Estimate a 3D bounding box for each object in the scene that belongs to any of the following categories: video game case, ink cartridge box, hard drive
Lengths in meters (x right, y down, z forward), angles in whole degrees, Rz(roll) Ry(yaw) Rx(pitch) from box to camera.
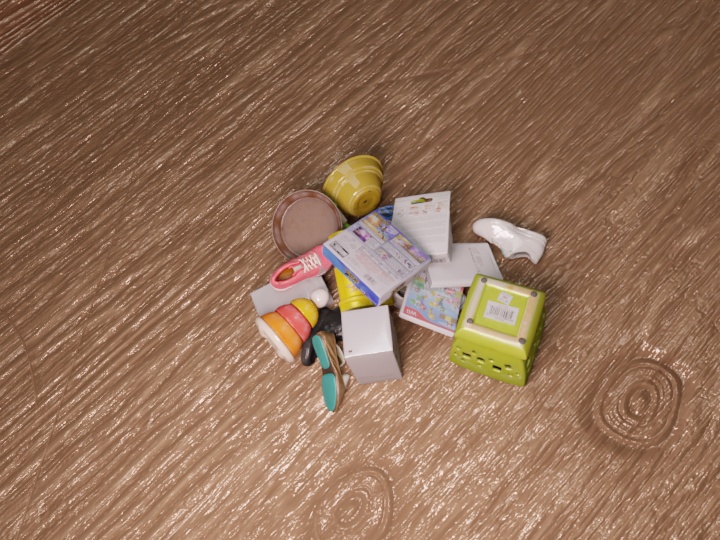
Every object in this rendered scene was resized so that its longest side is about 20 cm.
[{"bbox_3d":[0.038,-0.034,1.379,0.181,0.046,0.200,-35,66,-29],"label":"video game case"},{"bbox_3d":[0.159,-0.108,1.485,0.158,0.047,0.202,-6,55,22],"label":"ink cartridge box"},{"bbox_3d":[0.259,-0.015,1.488,0.198,0.027,0.133,-1,52,-16],"label":"hard drive"},{"bbox_3d":[0.185,0.062,1.436,0.142,0.018,0.201,21,49,0],"label":"video game case"}]

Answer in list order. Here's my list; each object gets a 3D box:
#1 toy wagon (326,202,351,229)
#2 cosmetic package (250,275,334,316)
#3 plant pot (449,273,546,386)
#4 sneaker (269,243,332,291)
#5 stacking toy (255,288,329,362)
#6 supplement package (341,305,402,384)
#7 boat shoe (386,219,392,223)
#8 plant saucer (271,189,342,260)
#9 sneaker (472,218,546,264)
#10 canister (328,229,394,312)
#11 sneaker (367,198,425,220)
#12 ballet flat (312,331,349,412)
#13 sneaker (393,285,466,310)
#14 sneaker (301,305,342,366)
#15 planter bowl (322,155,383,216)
[{"bbox_3d":[-0.093,-0.118,1.602,0.198,0.157,0.040,15,31,18],"label":"toy wagon"},{"bbox_3d":[-0.185,0.075,1.552,0.199,0.081,0.113,-27,60,-2],"label":"cosmetic package"},{"bbox_3d":[0.329,0.132,1.356,0.198,0.182,0.200,17,66,19],"label":"plant pot"},{"bbox_3d":[-0.147,-0.005,1.481,0.199,0.087,0.074,-30,87,-2],"label":"sneaker"},{"bbox_3d":[-0.154,0.122,1.454,0.200,0.147,0.146,-40,62,-15],"label":"stacking toy"},{"bbox_3d":[0.030,0.184,1.378,0.116,0.200,0.118,-8,61,7],"label":"supplement package"},{"bbox_3d":[0.108,-0.113,1.565,0.198,0.059,0.073,-8,98,21],"label":"boat shoe"},{"bbox_3d":[-0.142,-0.116,1.545,0.198,0.034,0.203,1,93,10],"label":"plant saucer"},{"bbox_3d":[0.388,-0.075,1.519,0.198,0.075,0.089,18,71,18],"label":"sneaker"},{"bbox_3d":[0.000,0.000,1.472,0.147,0.086,0.202,-3,76,-37],"label":"canister"},{"bbox_3d":[0.103,-0.141,1.617,0.198,0.066,0.079,-15,64,3],"label":"sneaker"},{"bbox_3d":[-0.066,0.248,1.431,0.072,0.068,0.202,-10,83,-41],"label":"ballet flat"},{"bbox_3d":[0.174,0.072,1.482,0.198,0.071,0.074,0,62,12],"label":"sneaker"},{"bbox_3d":[-0.074,0.165,1.490,0.103,0.060,0.201,11,61,22],"label":"sneaker"},{"bbox_3d":[-0.003,-0.215,1.596,0.199,0.201,0.084,-31,56,-6],"label":"planter bowl"}]
